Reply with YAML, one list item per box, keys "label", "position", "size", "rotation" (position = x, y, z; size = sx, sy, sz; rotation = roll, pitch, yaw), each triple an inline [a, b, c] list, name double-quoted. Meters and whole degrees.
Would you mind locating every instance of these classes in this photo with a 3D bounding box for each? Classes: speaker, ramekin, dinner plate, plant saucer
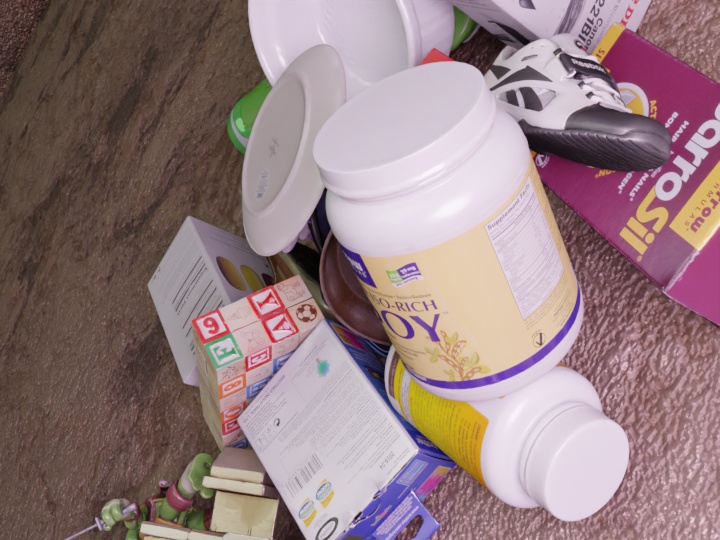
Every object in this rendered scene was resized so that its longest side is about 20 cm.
- label: "speaker"
  position: [-0.083, -0.220, 1.199]
  size: [0.199, 0.088, 0.090]
  rotation: [-33, 47, 39]
- label: "ramekin"
  position: [-0.005, -0.239, 0.923]
  size: [0.199, 0.202, 0.097]
  rotation: [-19, 12, 47]
- label: "dinner plate"
  position: [-0.072, -0.114, 0.878]
  size: [0.200, 0.024, 0.203]
  rotation: [-37, 46, 51]
- label: "plant saucer"
  position: [0.060, -0.019, 0.796]
  size: [0.200, 0.199, 0.035]
  rotation: [-48, 36, 25]

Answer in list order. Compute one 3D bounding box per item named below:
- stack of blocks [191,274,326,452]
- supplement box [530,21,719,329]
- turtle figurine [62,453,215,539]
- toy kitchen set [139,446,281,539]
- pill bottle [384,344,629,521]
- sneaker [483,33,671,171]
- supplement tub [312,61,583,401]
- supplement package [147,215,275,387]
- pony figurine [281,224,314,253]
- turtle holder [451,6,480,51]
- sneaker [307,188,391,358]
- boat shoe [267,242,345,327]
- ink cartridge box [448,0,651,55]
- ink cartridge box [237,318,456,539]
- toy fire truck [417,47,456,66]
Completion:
- label: "stack of blocks"
  position: [-0.101, 0.102, 0.961]
  size: [0.059, 0.114, 0.201]
  rotation: [56, 157, 27]
- label: "supplement box"
  position: [0.226, -0.069, 0.687]
  size: [0.132, 0.102, 0.200]
  rotation: [-55, 37, 15]
- label: "turtle figurine"
  position: [-0.211, 0.300, 1.033]
  size: [0.193, 0.199, 0.145]
  rotation: [-38, 78, 28]
- label: "toy kitchen set"
  position: [-0.134, 0.235, 0.868]
  size: [0.197, 0.180, 0.166]
  rotation: [3, 72, 20]
- label: "pill bottle"
  position: [0.110, 0.107, 0.738]
  size: [0.200, 0.108, 0.110]
  rotation: [33, 98, 55]
- label: "sneaker"
  position: [0.145, -0.125, 0.672]
  size: [0.199, 0.073, 0.090]
  rotation: [28, 96, 56]
- label: "supplement tub"
  position: [0.062, -0.025, 0.664]
  size: [0.144, 0.201, 0.146]
  rotation: [-20, 33, 14]
- label: "supplement package"
  position: [-0.160, 0.045, 1.128]
  size: [0.110, 0.113, 0.200]
  rotation: [-56, 38, 16]
- label: "pony figurine"
  position: [-0.007, -0.076, 0.983]
  size: [0.195, 0.165, 0.200]
  rotation: [-60, 20, -4]
- label: "turtle holder"
  position: [0.081, -0.285, 0.987]
  size: [0.140, 0.131, 0.188]
  rotation: [18, 128, 31]
- label: "sneaker"
  position: [0.000, 0.000, 0.877]
  size: [0.069, 0.202, 0.078]
  rotation: [-27, 10, 5]
- label: "boat shoe"
  position: [-0.062, 0.028, 1.042]
  size: [0.074, 0.075, 0.200]
  rotation: [-60, 35, 14]
- label: "ink cartridge box"
  position: [0.159, -0.265, 0.804]
  size: [0.084, 0.199, 0.146]
  rotation: [32, 97, 51]
- label: "ink cartridge box"
  position: [-0.009, 0.165, 0.856]
  size: [0.137, 0.076, 0.200]
  rotation: [-48, 51, 12]
- label: "toy fire truck"
  position: [0.072, -0.090, 0.842]
  size: [0.049, 0.200, 0.142]
  rotation: [39, 92, 27]
